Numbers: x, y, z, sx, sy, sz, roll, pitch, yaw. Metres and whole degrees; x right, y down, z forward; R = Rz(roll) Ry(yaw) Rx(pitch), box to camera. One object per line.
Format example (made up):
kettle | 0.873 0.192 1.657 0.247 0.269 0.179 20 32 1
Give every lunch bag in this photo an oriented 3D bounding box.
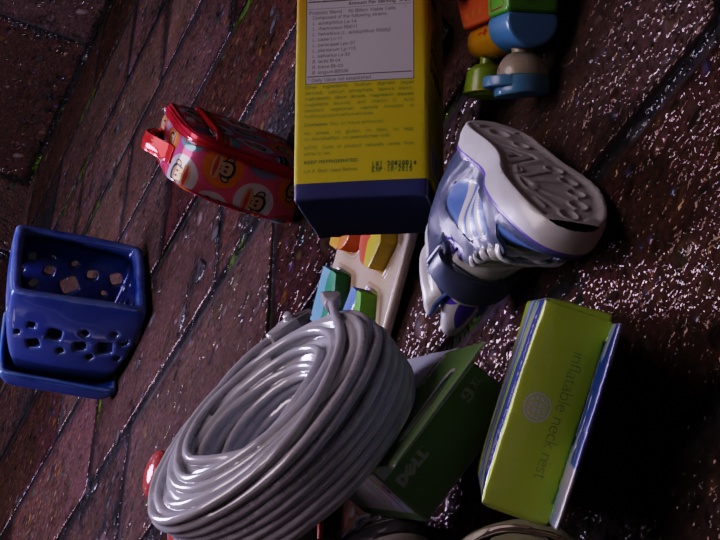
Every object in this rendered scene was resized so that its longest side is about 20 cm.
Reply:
lunch bag | -0.158 -0.123 1.751 0.082 0.175 0.200 -69 20 11

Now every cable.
cable | -0.054 0.110 1.058 0.200 0.069 0.200 -42 17 -4

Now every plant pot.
plant pot | -0.430 0.069 2.328 0.200 0.199 0.181 -109 34 -59

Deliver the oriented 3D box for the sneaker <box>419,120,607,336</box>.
sneaker | 0.099 -0.007 1.107 0.200 0.080 0.147 -121 43 -61

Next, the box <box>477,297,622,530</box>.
box | 0.107 0.080 0.937 0.200 0.047 0.123 35 -108 -86

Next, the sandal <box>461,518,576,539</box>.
sandal | 0.087 0.165 0.853 0.080 0.057 0.201 -52 12 -10

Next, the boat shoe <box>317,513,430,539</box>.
boat shoe | -0.002 0.208 1.192 0.200 0.072 0.063 131 147 -58

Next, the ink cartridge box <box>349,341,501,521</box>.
ink cartridge box | 0.042 0.113 1.088 0.104 0.059 0.200 -50 8 -16

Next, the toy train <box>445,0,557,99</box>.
toy train | 0.100 -0.188 1.263 0.200 0.084 0.117 179 92 -73

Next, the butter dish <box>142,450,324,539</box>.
butter dish | -0.123 0.197 1.416 0.200 0.147 0.201 -51 30 46

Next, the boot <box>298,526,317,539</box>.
boot | -0.065 0.248 1.178 0.182 0.072 0.201 163 100 -76

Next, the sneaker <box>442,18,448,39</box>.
sneaker | 0.019 -0.231 1.508 0.089 0.078 0.200 -62 22 20

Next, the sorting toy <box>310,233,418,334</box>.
sorting toy | 0.000 0.000 1.421 0.185 0.036 0.201 -147 76 -71

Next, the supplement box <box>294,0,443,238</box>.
supplement box | 0.009 -0.138 1.298 0.110 0.108 0.201 57 -147 -73
